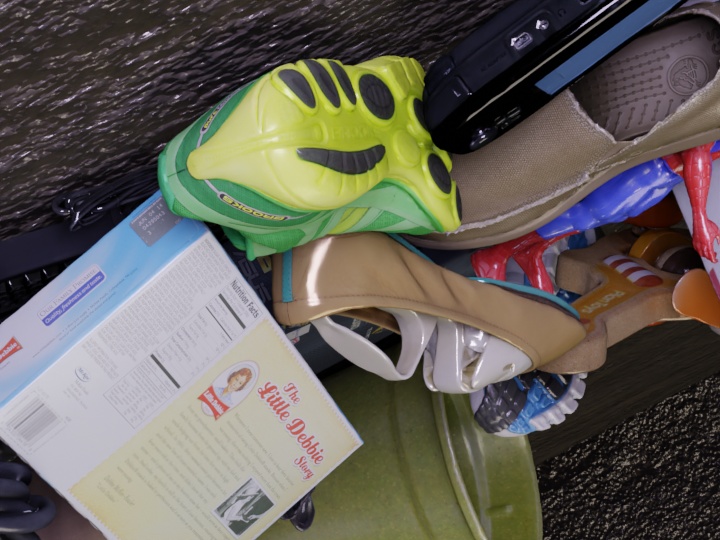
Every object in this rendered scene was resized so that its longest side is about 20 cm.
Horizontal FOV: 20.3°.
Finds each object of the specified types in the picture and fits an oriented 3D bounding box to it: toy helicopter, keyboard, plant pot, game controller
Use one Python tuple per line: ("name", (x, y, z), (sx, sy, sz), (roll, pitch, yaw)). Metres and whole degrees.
("toy helicopter", (0.156, 0.019, 1.083), (0.132, 0.079, 0.200), (19, -153, 31))
("keyboard", (-0.101, -0.016, 0.851), (0.199, 0.021, 0.127), (-20, 167, -29))
("plant pot", (0.009, 0.144, 1.422), (0.183, 0.202, 0.200), (-18, 171, 18))
("game controller", (0.111, -0.110, 0.791), (0.200, 0.042, 0.104), (-35, 165, 10))

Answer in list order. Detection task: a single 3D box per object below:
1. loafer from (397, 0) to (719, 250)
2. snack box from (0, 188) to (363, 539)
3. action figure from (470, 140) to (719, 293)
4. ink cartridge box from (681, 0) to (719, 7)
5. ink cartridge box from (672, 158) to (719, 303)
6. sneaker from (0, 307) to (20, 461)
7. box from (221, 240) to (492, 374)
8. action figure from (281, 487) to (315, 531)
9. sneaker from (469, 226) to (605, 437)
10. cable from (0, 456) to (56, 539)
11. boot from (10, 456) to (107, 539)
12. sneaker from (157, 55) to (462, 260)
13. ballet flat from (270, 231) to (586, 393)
("loafer", (0.091, -0.072, 0.890), (0.199, 0.076, 0.067), (-25, 157, 17))
("snack box", (-0.080, 0.060, 0.863), (0.116, 0.037, 0.200), (-41, 145, -6))
("action figure", (0.153, -0.025, 0.961), (0.065, 0.099, 0.200), (-14, 157, -51))
("ink cartridge box", (0.203, -0.107, 1.043), (0.197, 0.047, 0.200), (-23, 166, -16))
("ink cartridge box", (0.257, -0.022, 1.066), (0.083, 0.146, 0.200), (-25, 175, 32))
("sneaker", (-0.177, 0.074, 0.933), (0.113, 0.076, 0.200), (-22, 167, -10))
("box", (0.000, 0.000, 1.044), (0.157, 0.051, 0.200), (-28, 170, -11))
("action figure", (-0.114, 0.118, 1.207), (0.119, 0.102, 0.200), (-50, -143, -17))
("sneaker", (0.086, 0.032, 1.171), (0.086, 0.075, 0.200), (-19, -154, 30))
("cable", (-0.217, 0.091, 0.792), (0.163, 0.051, 0.200), (-27, 142, 31))
("boot", (-0.135, 0.120, 0.977), (0.070, 0.201, 0.146), (20, 145, -37))
("sneaker", (-0.017, -0.046, 0.803), (0.083, 0.075, 0.200), (-15, 172, 22))
("ballet flat", (0.030, 0.025, 0.930), (0.199, 0.063, 0.068), (23, 158, -40))
